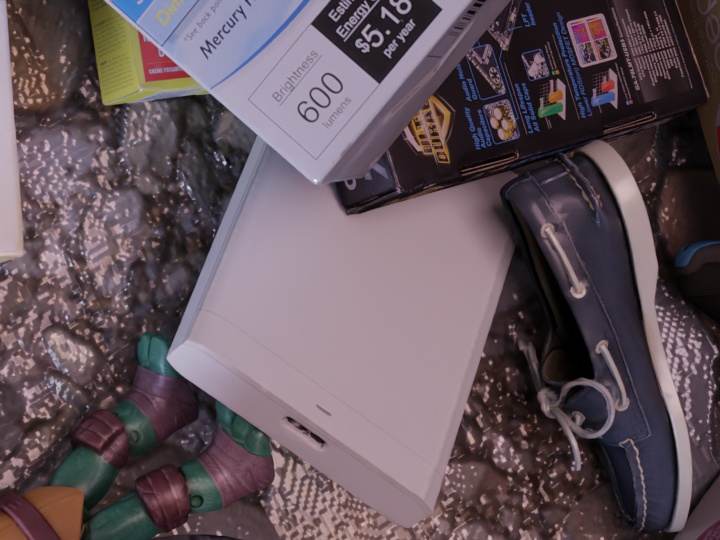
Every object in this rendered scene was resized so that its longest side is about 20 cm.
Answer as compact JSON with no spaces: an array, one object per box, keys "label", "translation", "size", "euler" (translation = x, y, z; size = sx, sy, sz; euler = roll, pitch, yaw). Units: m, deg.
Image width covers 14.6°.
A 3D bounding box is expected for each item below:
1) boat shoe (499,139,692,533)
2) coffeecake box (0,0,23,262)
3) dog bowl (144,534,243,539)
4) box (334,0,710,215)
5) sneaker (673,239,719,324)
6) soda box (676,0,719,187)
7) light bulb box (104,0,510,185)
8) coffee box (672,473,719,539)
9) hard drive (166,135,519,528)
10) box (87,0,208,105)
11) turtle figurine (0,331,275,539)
[{"label":"boat shoe","translation":[0.108,0.040,1.293],"size":[0.062,0.075,0.201],"euler":[-21,121,-13]},{"label":"coffeecake box","translation":[-0.229,-0.099,1.175],"size":[0.153,0.073,0.201],"euler":[-3,87,-22]},{"label":"dog bowl","translation":[-0.085,0.206,1.129],"size":[0.199,0.074,0.201],"euler":[-19,133,-22]},{"label":"box","translation":[0.048,-0.144,1.277],"size":[0.198,0.050,0.201],"euler":[-18,88,-37]},{"label":"sneaker","translation":[0.231,0.051,1.361],"size":[0.200,0.073,0.082],"euler":[29,77,-18]},{"label":"soda box","translation":[0.196,-0.095,1.321],"size":[0.064,0.068,0.201],"euler":[-3,64,-23]},{"label":"light bulb box","translation":[-0.021,-0.172,1.137],"size":[0.200,0.125,0.198],"euler":[40,97,5]},{"label":"coffee box","translation":[0.248,0.193,1.260],"size":[0.200,0.197,0.200],"euler":[55,44,-11]},{"label":"hard drive","translation":[0.000,0.000,1.242],"size":[0.132,0.026,0.200],"euler":[36,46,-17]},{"label":"box","translation":[-0.089,-0.178,1.253],"size":[0.075,0.050,0.201],"euler":[-7,89,-25]},{"label":"turtle figurine","translation":[-0.141,0.108,1.188],"size":[0.200,0.101,0.150],"euler":[-32,58,-23]}]
